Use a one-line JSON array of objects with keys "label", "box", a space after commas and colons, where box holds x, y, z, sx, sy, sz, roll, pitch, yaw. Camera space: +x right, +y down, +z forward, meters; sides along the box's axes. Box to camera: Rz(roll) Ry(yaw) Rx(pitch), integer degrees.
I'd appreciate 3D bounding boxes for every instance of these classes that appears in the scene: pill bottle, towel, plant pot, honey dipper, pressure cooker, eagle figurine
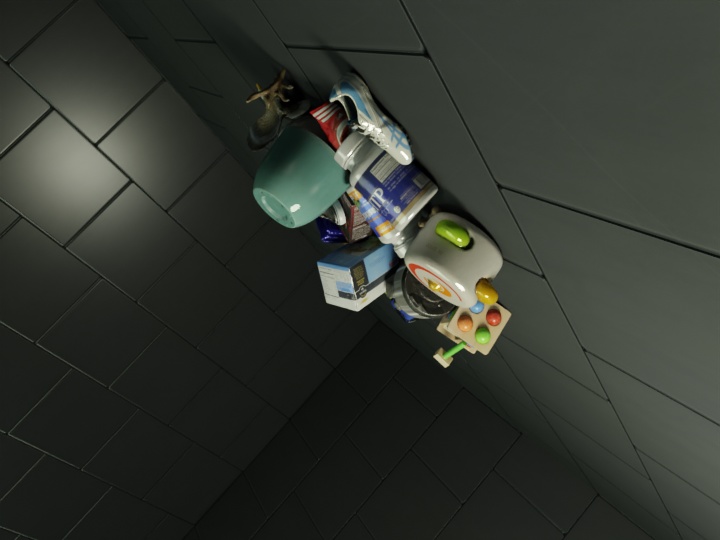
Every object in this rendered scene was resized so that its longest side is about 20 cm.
[{"label": "pill bottle", "box": [0.047, -0.189, 1.100, 0.200, 0.120, 0.120, 44, 173, 2]}, {"label": "pill bottle", "box": [0.066, -0.133, 1.235, 0.201, 0.112, 0.112, 54, 171, -8]}, {"label": "towel", "box": [-0.061, -0.167, 1.551, 0.050, 0.146, 0.202, 114, 146, -49]}, {"label": "plant pot", "box": [-0.150, -0.198, 1.256, 0.199, 0.162, 0.201, 34, 160, 14]}, {"label": "pill bottle", "box": [-0.138, -0.328, 1.376, 0.109, 0.109, 0.200, 46, 172, -20]}, {"label": "honey dipper", "box": [0.154, -0.117, 1.266, 0.038, 0.038, 0.200, 43, 169, 2]}, {"label": "pressure cooker", "box": [0.172, 0.043, 1.472, 0.175, 0.179, 0.200, 39, 171, -2]}, {"label": "eagle figurine", "box": [-0.204, -0.385, 1.319, 0.200, 0.149, 0.153, 111, 150, -65]}]

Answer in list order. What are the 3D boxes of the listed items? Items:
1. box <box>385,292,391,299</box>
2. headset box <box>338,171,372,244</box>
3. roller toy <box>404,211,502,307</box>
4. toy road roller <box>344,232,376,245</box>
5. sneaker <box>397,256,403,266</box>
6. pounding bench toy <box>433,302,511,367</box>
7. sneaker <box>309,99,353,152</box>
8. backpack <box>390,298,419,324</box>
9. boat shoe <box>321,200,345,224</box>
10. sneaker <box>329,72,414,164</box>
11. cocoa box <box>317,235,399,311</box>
[{"label": "box", "box": [0.110, 0.014, 1.877, 0.200, 0.122, 0.048, 47, 170, -26]}, {"label": "headset box", "box": [-0.028, -0.188, 1.410, 0.150, 0.074, 0.201, 59, 163, 22]}, {"label": "roller toy", "box": [0.190, -0.015, 1.145, 0.200, 0.140, 0.182, 41, 171, -19]}, {"label": "toy road roller", "box": [0.046, -0.094, 1.671, 0.145, 0.124, 0.200, 10, 149, 51]}, {"label": "sneaker", "box": [0.139, -0.039, 1.561, 0.075, 0.088, 0.200, 39, 170, 45]}, {"label": "pounding bench toy", "box": [0.277, 0.165, 1.438, 0.123, 0.201, 0.156, 33, 173, 1]}, {"label": "sneaker", "box": [-0.054, -0.311, 1.228, 0.116, 0.078, 0.200, 51, 162, 12]}, {"label": "backpack", "box": [0.169, 0.072, 1.728, 0.168, 0.162, 0.200, 47, 174, 2]}, {"label": "boat shoe", "box": [-0.103, -0.170, 1.419, 0.200, 0.066, 0.071, 52, 159, 44]}, {"label": "sneaker", "box": [0.021, -0.265, 1.004, 0.200, 0.073, 0.072, 45, 171, -20]}, {"label": "cocoa box", "box": [0.000, 0.000, 1.527, 0.132, 0.199, 0.133, 10, 122, 42]}]
